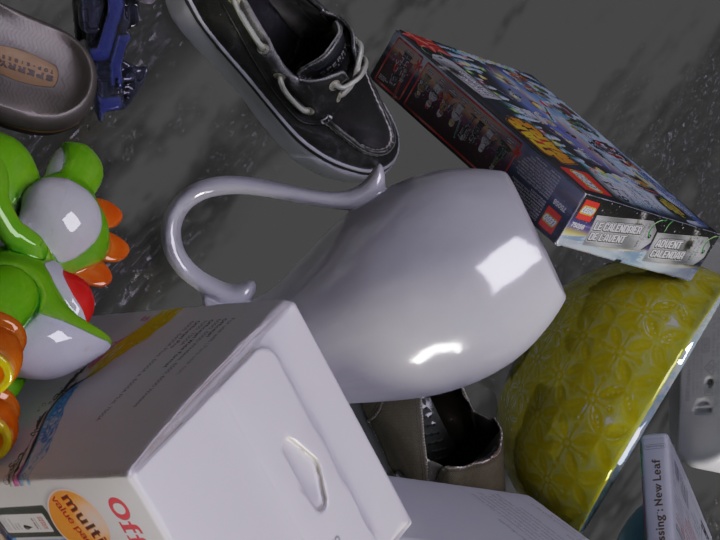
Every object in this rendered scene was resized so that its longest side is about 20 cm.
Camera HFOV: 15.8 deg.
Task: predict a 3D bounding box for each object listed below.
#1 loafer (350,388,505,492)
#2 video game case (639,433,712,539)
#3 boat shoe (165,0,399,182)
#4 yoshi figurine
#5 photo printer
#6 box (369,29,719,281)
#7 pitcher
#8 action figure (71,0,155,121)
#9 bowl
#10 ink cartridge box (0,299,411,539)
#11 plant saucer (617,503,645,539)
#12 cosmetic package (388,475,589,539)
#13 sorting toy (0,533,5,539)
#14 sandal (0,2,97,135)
[{"bbox_3d":[0.055,0.128,1.600,0.075,0.070,0.200,-50,120,-38],"label":"loafer"},{"bbox_3d":[0.214,0.228,1.708,0.200,0.022,0.182,59,27,-60],"label":"video game case"},{"bbox_3d":[-0.032,-0.120,1.539,0.200,0.064,0.071,41,57,-37],"label":"boat shoe"},{"bbox_3d":[-0.193,-0.003,1.319,0.112,0.112,0.200,54,30,-27],"label":"yoshi figurine"},{"bbox_3d":[0.305,0.072,1.877,0.200,0.069,0.167,13,76,-46],"label":"photo printer"},{"bbox_3d":[0.113,-0.072,1.607,0.137,0.200,0.040,13,114,-46],"label":"box"},{"bbox_3d":[0.000,0.000,1.479,0.121,0.200,0.172,-88,152,-79],"label":"pitcher"},{"bbox_3d":[-0.125,-0.192,1.419,0.193,0.105,0.200,-6,120,-24],"label":"action figure"},{"bbox_3d":[0.141,0.065,1.657,0.108,0.200,0.200,30,53,8],"label":"bowl"},{"bbox_3d":[-0.110,0.118,1.327,0.145,0.200,0.147,-48,119,-39],"label":"ink cartridge box"},{"bbox_3d":[0.194,0.252,1.715,0.200,0.027,0.200,-8,90,-76],"label":"plant saucer"},{"bbox_3d":[0.047,0.172,1.508,0.200,0.102,0.074,11,105,-39],"label":"cosmetic package"},{"bbox_3d":[-0.293,0.133,1.214,0.200,0.070,0.199,-47,120,-30],"label":"sorting toy"},{"bbox_3d":[-0.220,-0.117,1.326,0.200,0.055,0.082,16,71,-28],"label":"sandal"}]
